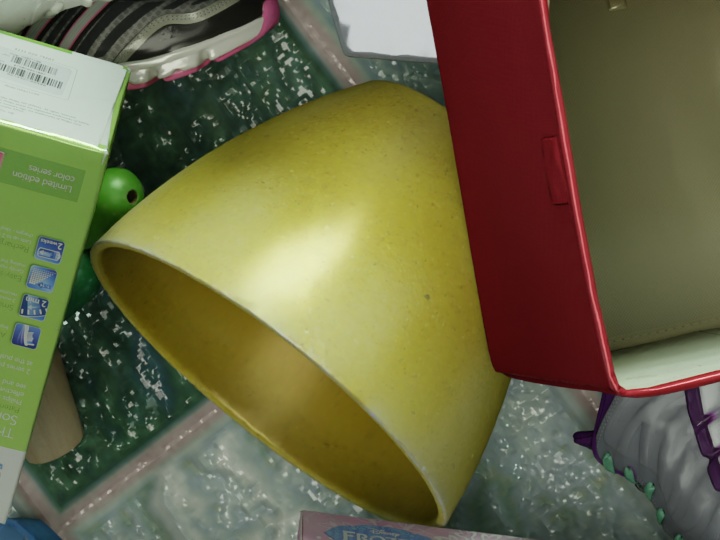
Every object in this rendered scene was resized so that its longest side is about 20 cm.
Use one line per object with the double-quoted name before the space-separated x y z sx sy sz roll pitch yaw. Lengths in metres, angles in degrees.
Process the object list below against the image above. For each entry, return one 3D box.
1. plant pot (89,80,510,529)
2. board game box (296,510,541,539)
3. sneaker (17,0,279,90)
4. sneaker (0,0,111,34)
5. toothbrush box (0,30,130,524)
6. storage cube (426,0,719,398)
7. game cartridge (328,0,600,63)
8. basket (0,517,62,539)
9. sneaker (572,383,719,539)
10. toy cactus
"plant pot" 0.000 0.000 1.343 0.200 0.200 0.142 38 75 2
"board game box" 0.056 0.215 1.337 0.199 0.043 0.200 7 112 -5
"sneaker" -0.138 -0.129 1.391 0.199 0.074 0.088 -4 102 14
"sneaker" -0.108 -0.145 1.320 0.200 0.078 0.099 -42 103 10
"toothbrush box" -0.197 -0.007 1.310 0.145 0.086 0.201 15 118 -5
"storage cube" 0.138 -0.051 1.208 0.170 0.180 0.201 -11 94 -12
"game cartridge" 0.046 -0.190 1.308 0.132 0.041 0.201 5 99 4
"basket" -0.136 0.222 1.388 0.139 0.200 0.177 4 99 -29
"sneaker" 0.151 0.097 1.386 0.087 0.074 0.201 -18 83 21
"toy cactus" -0.182 0.013 1.419 0.199 0.102 0.165 -21 112 8
